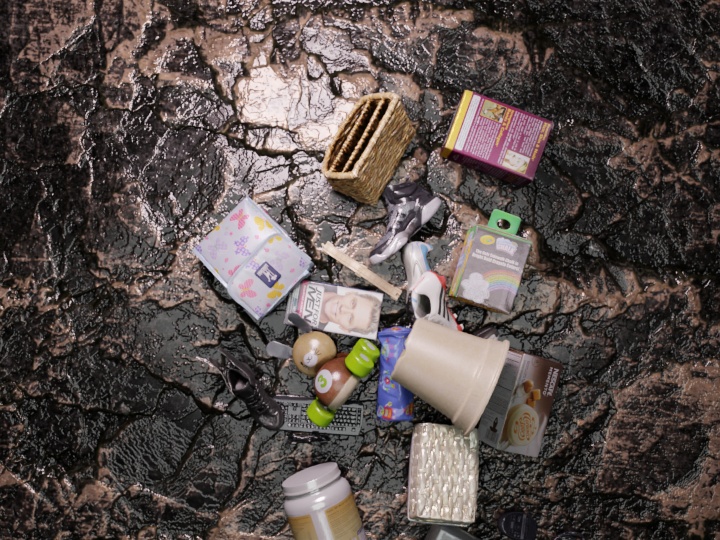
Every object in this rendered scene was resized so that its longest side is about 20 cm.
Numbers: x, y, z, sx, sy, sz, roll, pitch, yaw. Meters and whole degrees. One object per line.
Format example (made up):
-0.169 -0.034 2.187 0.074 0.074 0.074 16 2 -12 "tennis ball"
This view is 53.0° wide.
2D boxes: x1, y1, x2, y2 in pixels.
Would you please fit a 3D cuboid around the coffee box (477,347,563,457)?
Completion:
0.331 0.272 1.503 0.113 0.080 0.202 18 88 -27 "coffee box"

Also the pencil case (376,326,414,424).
0.073 0.218 1.519 0.077 0.086 0.203 1 89 -43 "pencil case"

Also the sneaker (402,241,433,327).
0.129 0.040 1.528 0.072 0.072 0.203 -3 92 -8 "sneaker"

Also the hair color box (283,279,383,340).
-0.056 0.080 1.527 0.197 0.061 0.101 9 89 -1 "hair color box"

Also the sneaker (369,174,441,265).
0.069 -0.111 1.528 0.200 0.075 0.114 -44 89 -7 "sneaker"

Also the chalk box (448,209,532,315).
0.274 -0.022 1.505 0.123 0.124 0.202 18 88 0 "chalk box"

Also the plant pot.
0.165 0.190 1.406 0.182 0.200 0.202 25 89 7 "plant pot"

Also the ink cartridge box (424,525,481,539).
0.180 0.647 1.508 0.144 0.084 0.202 28 88 0 "ink cartridge box"

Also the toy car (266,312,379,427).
-0.090 0.181 1.465 0.199 0.158 0.165 38 104 2 "toy car"

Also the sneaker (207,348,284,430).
-0.235 0.250 1.492 0.060 0.104 0.201 -36 82 0 "sneaker"

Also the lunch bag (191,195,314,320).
-0.213 -0.023 1.477 0.169 0.127 0.200 -43 74 -1 "lunch bag"

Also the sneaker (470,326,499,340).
0.239 0.218 1.533 0.200 0.076 0.115 -44 99 6 "sneaker"

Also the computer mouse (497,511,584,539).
0.384 0.560 1.544 0.198 0.034 0.059 17 72 -6 "computer mouse"

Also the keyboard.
-0.094 0.324 1.532 0.197 0.040 0.106 4 88 0 "keyboard"

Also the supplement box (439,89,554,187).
0.283 -0.275 1.518 0.198 0.103 0.132 22 88 0 "supplement box"

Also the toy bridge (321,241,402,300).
0.000 0.000 1.526 0.199 0.067 0.027 34 89 -1 "toy bridge"

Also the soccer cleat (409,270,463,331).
0.154 0.095 1.483 0.085 0.068 0.202 -34 122 -25 "soccer cleat"

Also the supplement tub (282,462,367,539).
-0.073 0.511 1.477 0.143 0.144 0.202 -18 89 -1 "supplement tub"

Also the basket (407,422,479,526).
0.171 0.414 1.470 0.134 0.124 0.202 6 73 -1 "basket"

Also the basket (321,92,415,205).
-0.001 -0.262 1.471 0.142 0.149 0.201 26 83 25 "basket"
